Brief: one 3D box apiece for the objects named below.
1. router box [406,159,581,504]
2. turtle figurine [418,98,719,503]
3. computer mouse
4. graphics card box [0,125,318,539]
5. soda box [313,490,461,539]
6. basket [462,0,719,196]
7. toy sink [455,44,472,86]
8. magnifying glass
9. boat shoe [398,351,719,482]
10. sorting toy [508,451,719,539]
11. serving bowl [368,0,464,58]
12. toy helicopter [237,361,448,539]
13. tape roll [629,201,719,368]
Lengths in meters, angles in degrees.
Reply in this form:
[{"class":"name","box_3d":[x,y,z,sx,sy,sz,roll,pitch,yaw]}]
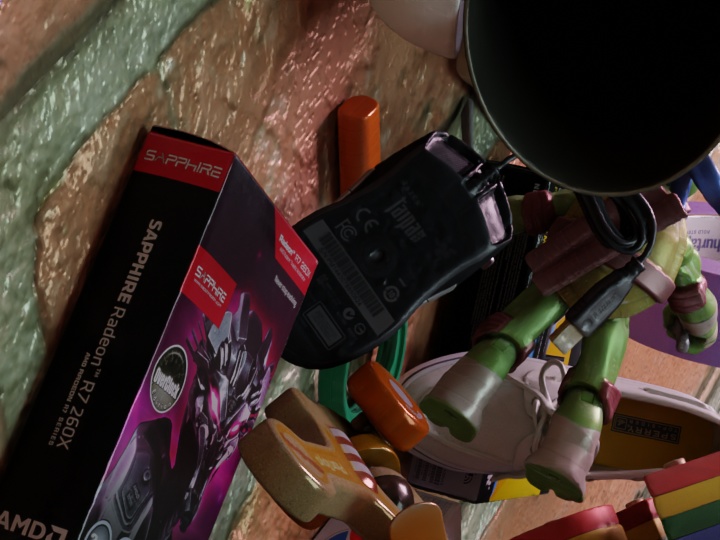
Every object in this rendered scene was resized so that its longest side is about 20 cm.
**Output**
[{"class":"router box","box_3d":[0.096,0.038,1.490,0.149,0.051,0.201,5,99,-69]},{"class":"turtle figurine","box_3d":[0.116,0.021,1.323,0.144,0.200,0.194,41,71,-30]},{"class":"computer mouse","box_3d":[0.049,-0.003,1.217,0.200,0.141,0.046,-41,-177,-6]},{"class":"graphics card box","box_3d":[-0.090,0.054,1.074,0.201,0.051,0.126,-67,157,-16]},{"class":"soda box","box_3d":[-0.013,0.200,1.322,0.200,0.063,0.068,-47,144,-48]},{"class":"basket","box_3d":[0.123,-0.164,1.175,0.200,0.135,0.181,-81,171,-57]},{"class":"toy sink","box_3d":[0.132,-0.145,1.393,0.200,0.112,0.131,43,64,-70]},{"class":"magnifying glass","box_3d":[0.000,0.000,1.293,0.080,0.022,0.201,-48,146,-48]},{"class":"boat shoe","box_3d":[0.117,0.090,1.375,0.086,0.201,0.075,173,-74,-81]},{"class":"sorting toy","box_3d":[0.178,0.143,1.300,0.198,0.200,0.070,-6,71,-48]},{"class":"serving bowl","box_3d":[0.032,-0.206,1.152,0.200,0.065,0.201,11,90,-86]},{"class":"toy helicopter","box_3d":[-0.004,0.107,1.110,0.079,0.132,0.200,-40,162,7]},{"class":"tape roll","box_3d":[0.267,0.010,1.681,0.200,0.199,0.066,-25,126,-62]}]
